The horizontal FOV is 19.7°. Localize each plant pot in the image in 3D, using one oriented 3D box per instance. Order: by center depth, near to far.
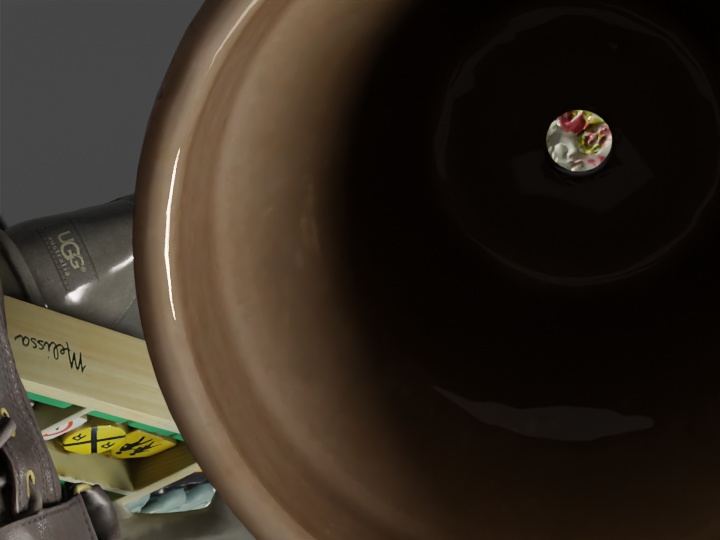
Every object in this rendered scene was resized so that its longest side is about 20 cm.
[{"bbox_3d":[0.055,-0.023,0.546,0.200,0.200,0.175,-25,-170,13],"label":"plant pot"}]

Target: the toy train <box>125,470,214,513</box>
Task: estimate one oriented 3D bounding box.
[{"bbox_3d":[-0.081,0.063,0.877,0.114,0.085,0.200,-34,170,6],"label":"toy train"}]

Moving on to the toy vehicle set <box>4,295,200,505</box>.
[{"bbox_3d":[-0.145,0.043,0.622,0.124,0.027,0.200,-28,150,31],"label":"toy vehicle set"}]

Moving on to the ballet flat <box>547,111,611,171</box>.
[{"bbox_3d":[0.154,-0.080,0.755,0.200,0.064,0.076,-28,169,24],"label":"ballet flat"}]

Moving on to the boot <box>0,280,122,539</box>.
[{"bbox_3d":[-0.089,0.037,0.464,0.069,0.174,0.200,-23,172,-1],"label":"boot"}]

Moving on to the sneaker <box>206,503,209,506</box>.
[{"bbox_3d":[-0.088,0.083,1.044,0.200,0.146,0.081,-53,132,-12],"label":"sneaker"}]

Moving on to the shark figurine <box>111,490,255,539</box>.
[{"bbox_3d":[-0.114,0.122,0.647,0.214,0.090,0.128,-15,-176,-19],"label":"shark figurine"}]

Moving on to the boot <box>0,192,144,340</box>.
[{"bbox_3d":[-0.046,-0.002,0.734,0.200,0.073,0.182,-26,173,-21],"label":"boot"}]
